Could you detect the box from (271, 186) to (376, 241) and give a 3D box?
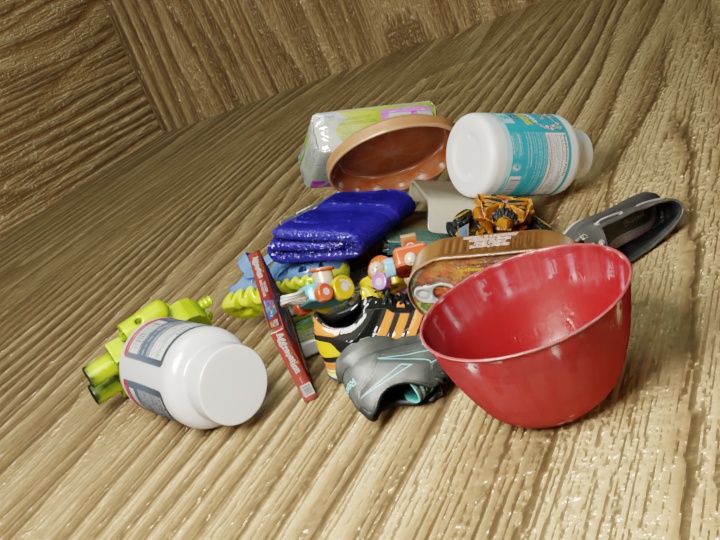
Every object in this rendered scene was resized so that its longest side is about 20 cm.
[{"bbox_3d":[-0.059,-0.075,1.475,0.158,0.050,0.200,-30,-2,-12],"label":"box"}]

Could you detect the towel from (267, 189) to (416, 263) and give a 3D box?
[{"bbox_3d":[-0.024,-0.066,1.248,0.145,0.050,0.200,-4,19,26],"label":"towel"}]

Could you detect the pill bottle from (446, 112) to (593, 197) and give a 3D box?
[{"bbox_3d":[0.223,-0.157,1.263,0.197,0.113,0.110,-5,8,-31],"label":"pill bottle"}]

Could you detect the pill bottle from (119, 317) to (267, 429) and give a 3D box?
[{"bbox_3d":[-0.198,0.124,1.107,0.119,0.121,0.199,-34,22,-30],"label":"pill bottle"}]

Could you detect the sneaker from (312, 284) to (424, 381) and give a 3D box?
[{"bbox_3d":[0.039,0.051,1.062,0.197,0.091,0.070,-23,19,3],"label":"sneaker"}]

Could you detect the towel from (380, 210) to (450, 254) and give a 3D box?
[{"bbox_3d":[0.091,-0.055,1.312,0.144,0.022,0.200,3,16,-7],"label":"towel"}]

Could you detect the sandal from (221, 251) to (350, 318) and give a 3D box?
[{"bbox_3d":[-0.105,0.004,1.265,0.197,0.079,0.089,-11,66,24],"label":"sandal"}]

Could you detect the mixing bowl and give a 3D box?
[{"bbox_3d":[0.164,0.070,0.841,0.197,0.110,0.201,-22,19,8],"label":"mixing bowl"}]

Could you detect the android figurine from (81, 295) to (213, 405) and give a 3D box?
[{"bbox_3d":[-0.281,0.102,1.253,0.199,0.041,0.183,-35,-19,-22],"label":"android figurine"}]

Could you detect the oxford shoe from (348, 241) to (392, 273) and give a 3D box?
[{"bbox_3d":[-0.040,-0.010,1.364,0.196,0.072,0.074,-14,15,-5],"label":"oxford shoe"}]

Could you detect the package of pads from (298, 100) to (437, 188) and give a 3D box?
[{"bbox_3d":[0.013,-0.187,1.391,0.196,0.069,0.155,-9,-14,-13],"label":"package of pads"}]

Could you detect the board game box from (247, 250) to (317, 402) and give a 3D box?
[{"bbox_3d":[-0.096,0.062,1.119,0.019,0.104,0.201,-23,30,-2],"label":"board game box"}]

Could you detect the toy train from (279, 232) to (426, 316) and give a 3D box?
[{"bbox_3d":[0.000,0.000,1.112,0.196,0.057,0.150,-14,-15,5],"label":"toy train"}]

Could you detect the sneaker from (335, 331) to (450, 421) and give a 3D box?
[{"bbox_3d":[0.075,0.098,0.962,0.197,0.076,0.080,-20,48,-10],"label":"sneaker"}]

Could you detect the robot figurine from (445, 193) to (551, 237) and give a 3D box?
[{"bbox_3d":[0.175,-0.034,1.118,0.142,0.059,0.201,5,32,3],"label":"robot figurine"}]

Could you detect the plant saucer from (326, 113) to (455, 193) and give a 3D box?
[{"bbox_3d":[0.047,-0.164,1.306,0.196,0.033,0.201,-12,-20,-5],"label":"plant saucer"}]

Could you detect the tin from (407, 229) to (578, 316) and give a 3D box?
[{"bbox_3d":[0.147,0.011,0.981,0.196,0.113,0.042,-4,40,20],"label":"tin"}]

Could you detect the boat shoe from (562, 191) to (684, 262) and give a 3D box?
[{"bbox_3d":[0.288,-0.037,1.043,0.198,0.068,0.057,-31,16,-29],"label":"boat shoe"}]

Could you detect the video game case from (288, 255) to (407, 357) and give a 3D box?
[{"bbox_3d":[-0.015,0.047,1.246,0.197,0.023,0.182,-22,19,2],"label":"video game case"}]

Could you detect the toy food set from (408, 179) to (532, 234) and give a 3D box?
[{"bbox_3d":[0.149,-0.083,1.301,0.141,0.062,0.200,3,15,-6],"label":"toy food set"}]
